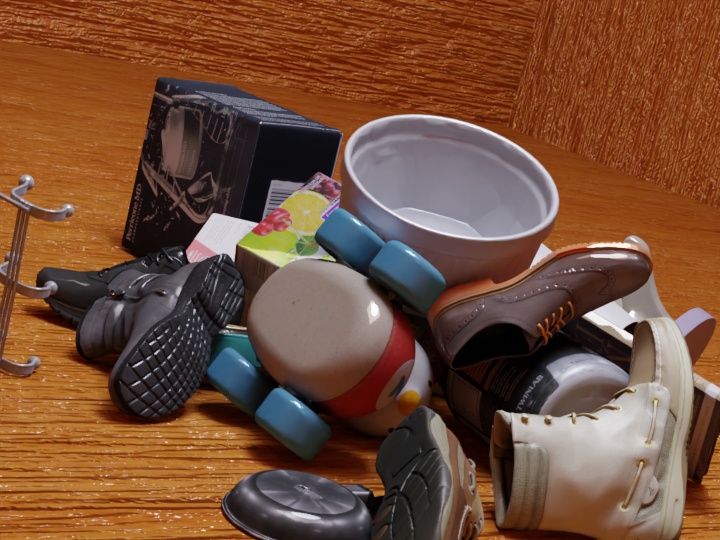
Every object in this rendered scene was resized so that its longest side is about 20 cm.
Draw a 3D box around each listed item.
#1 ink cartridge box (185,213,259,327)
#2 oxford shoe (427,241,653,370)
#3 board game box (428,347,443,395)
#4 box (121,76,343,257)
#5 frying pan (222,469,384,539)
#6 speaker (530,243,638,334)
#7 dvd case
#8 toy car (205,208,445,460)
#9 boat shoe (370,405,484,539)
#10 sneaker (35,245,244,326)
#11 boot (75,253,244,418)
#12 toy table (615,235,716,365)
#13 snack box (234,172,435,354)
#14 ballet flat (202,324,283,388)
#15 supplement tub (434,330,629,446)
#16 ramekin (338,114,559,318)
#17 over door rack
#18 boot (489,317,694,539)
[{"bbox_3d":[-0.073,0.019,1.700,0.198,0.068,0.117,13,34,11],"label":"ink cartridge box"},{"bbox_3d":[0.159,0.036,1.471,0.199,0.072,0.073,-21,41,6],"label":"oxford shoe"},{"bbox_3d":[0.082,0.071,1.772,0.146,0.065,0.200,16,10,9],"label":"board game box"},{"bbox_3d":[-0.144,-0.088,1.893,0.123,0.202,0.196,3,16,-42],"label":"box"},{"bbox_3d":[-0.009,0.176,1.260,0.189,0.031,0.115,6,16,-27],"label":"frying pan"},{"bbox_3d":[0.176,0.022,1.697,0.200,0.082,0.081,40,21,23],"label":"speaker"},{"bbox_3d":[0.241,0.105,1.591,0.199,0.149,0.016,32,61,21],"label":"dvd case"},{"bbox_3d":[0.011,0.087,1.461,0.200,0.185,0.177,42,-6,-36],"label":"toy car"},{"bbox_3d":[0.058,0.170,1.244,0.074,0.076,0.200,42,19,-15],"label":"boat shoe"},{"bbox_3d":[-0.201,0.016,1.610,0.198,0.091,0.076,12,14,-8],"label":"sneaker"},{"bbox_3d":[-0.190,0.063,1.461,0.131,0.070,0.200,-10,25,30],"label":"boot"},{"bbox_3d":[0.280,0.071,1.799,0.117,0.184,0.200,36,9,18],"label":"toy table"},{"bbox_3d":[0.000,0.000,1.627,0.199,0.053,0.142,29,47,19],"label":"snack box"},{"bbox_3d":[-0.073,0.077,1.551,0.199,0.069,0.063,12,-2,-21],"label":"ballet flat"},{"bbox_3d":[0.151,0.108,1.534,0.122,0.123,0.200,9,13,-27],"label":"supplement tub"},{"bbox_3d":[0.071,-0.044,1.564,0.198,0.106,0.201,9,35,-7],"label":"ramekin"},{"bbox_3d":[-0.330,-0.016,1.450,0.199,0.149,0.066,21,15,27],"label":"over door rack"},{"bbox_3d":[0.184,0.121,1.387,0.153,0.202,0.072,10,-23,-9],"label":"boot"}]
